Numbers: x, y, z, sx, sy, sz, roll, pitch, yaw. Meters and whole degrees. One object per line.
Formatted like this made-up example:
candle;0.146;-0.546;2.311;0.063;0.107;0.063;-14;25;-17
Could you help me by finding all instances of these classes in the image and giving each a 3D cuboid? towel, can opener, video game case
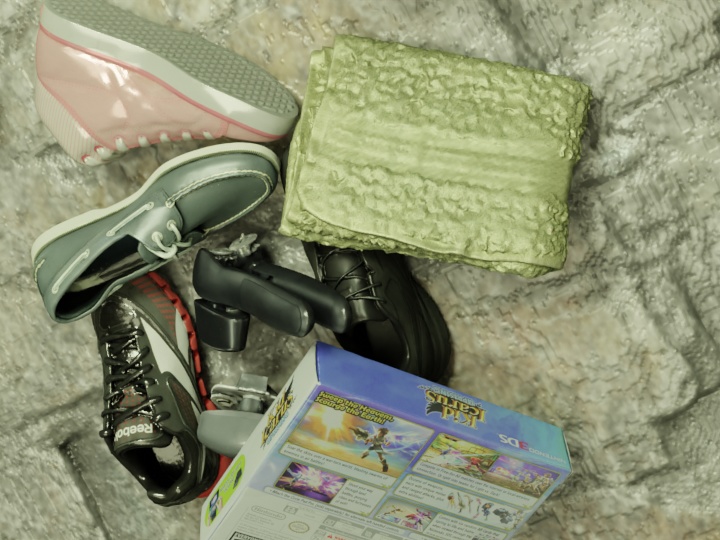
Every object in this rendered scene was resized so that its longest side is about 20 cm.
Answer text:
towel;0.049;-0.077;1.033;0.198;0.037;0.150;9;77;11
can opener;-0.018;0.120;1.110;0.198;0.053;0.068;10;66;9
video game case;0.015;0.151;1.069;0.198;0.046;0.182;21;127;-21
can opener;-0.060;0.018;1.054;0.199;0.063;0.080;8;111;60

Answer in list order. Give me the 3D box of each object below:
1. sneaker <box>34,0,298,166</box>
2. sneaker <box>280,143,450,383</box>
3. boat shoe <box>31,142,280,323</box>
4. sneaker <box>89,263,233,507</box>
sneaker;-0.144;-0.113;1.093;0.198;0.075;0.106;23;116;8
sneaker;0.000;0.000;1.070;0.075;0.091;0.201;-26;95;22
boat shoe;-0.141;-0.023;1.077;0.198;0.062;0.073;-24;140;13
sneaker;-0.157;0.084;1.135;0.070;0.098;0.202;-17;98;21
